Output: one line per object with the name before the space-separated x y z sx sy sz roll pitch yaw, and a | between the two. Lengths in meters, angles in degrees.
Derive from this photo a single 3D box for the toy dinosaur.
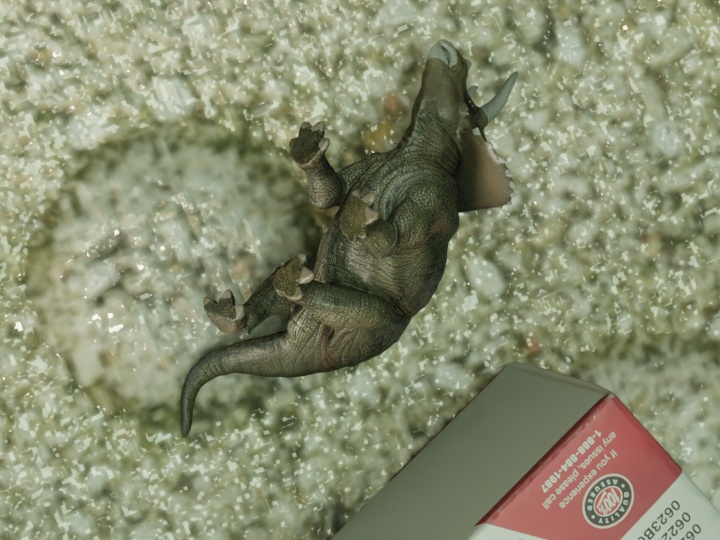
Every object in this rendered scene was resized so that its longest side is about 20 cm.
toy dinosaur | 0.000 0.000 1.199 0.102 0.077 0.200 19 103 -47

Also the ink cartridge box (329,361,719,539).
ink cartridge box | 0.097 0.163 1.198 0.145 0.145 0.200 -45 103 -9
